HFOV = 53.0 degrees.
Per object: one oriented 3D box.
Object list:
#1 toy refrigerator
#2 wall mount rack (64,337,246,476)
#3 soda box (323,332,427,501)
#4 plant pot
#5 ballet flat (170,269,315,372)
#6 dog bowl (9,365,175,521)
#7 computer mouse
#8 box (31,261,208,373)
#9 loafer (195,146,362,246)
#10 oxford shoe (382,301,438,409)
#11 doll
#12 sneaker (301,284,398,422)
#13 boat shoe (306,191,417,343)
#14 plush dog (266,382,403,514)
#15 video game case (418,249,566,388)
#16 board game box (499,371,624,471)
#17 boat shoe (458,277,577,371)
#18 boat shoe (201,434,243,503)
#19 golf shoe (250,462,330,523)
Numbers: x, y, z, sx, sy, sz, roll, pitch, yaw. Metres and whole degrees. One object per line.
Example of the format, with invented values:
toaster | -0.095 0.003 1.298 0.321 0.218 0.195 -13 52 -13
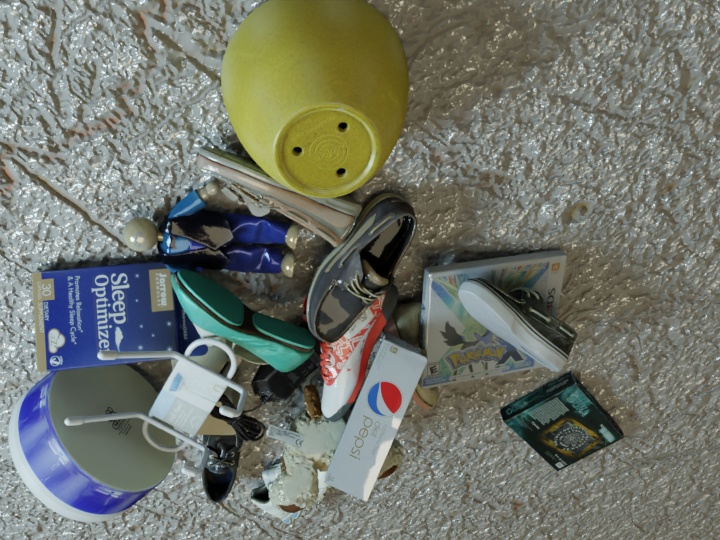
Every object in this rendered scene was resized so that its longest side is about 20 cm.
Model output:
toy refrigerator | -0.210 0.136 0.990 0.075 0.070 0.201 1 130 -2
wall mount rack | -0.238 0.157 0.858 0.173 0.075 0.200 29 117 -11
soda box | 0.021 0.186 0.933 0.063 0.068 0.201 22 93 3
plant pot | -0.040 -0.154 0.717 0.199 0.142 0.201 -4 131 -5
ballet flat | -0.151 0.072 0.875 0.199 0.067 0.070 30 113 -23
dog bowl | -0.340 0.212 0.935 0.079 0.201 0.200 -36 127 19
computer mouse | -0.126 0.125 0.965 0.200 0.046 0.140 -51 139 -6
box | -0.291 0.053 0.879 0.199 0.122 0.032 -5 175 -6
loafer | -0.093 -0.079 0.812 0.199 0.072 0.063 17 103 -26
oxford shoe | 0.089 0.125 1.029 0.073 0.071 0.200 -22 132 3
doll | -0.176 -0.040 0.855 0.199 0.049 0.137 4 120 -13
sneaker | -0.038 0.092 0.946 0.107 0.067 0.202 22 96 -23
boat shoe | 0.000 0.000 0.858 0.074 0.073 0.201 25 97 -23
plush dog | -0.051 0.247 1.063 0.199 0.161 0.172 -21 172 -5
video game case | 0.177 0.067 0.980 0.199 0.022 0.183 -7 119 -15
board game box | 0.340 0.257 1.210 0.135 0.028 0.200 -33 127 18
boat shoe | 0.206 0.056 0.940 0.200 0.072 0.071 37 78 -30
boat shoe | -0.218 0.289 1.119 0.070 0.066 0.201 6 129 -15
golf shoe | -0.110 0.343 1.183 0.097 0.078 0.200 24 122 -20
